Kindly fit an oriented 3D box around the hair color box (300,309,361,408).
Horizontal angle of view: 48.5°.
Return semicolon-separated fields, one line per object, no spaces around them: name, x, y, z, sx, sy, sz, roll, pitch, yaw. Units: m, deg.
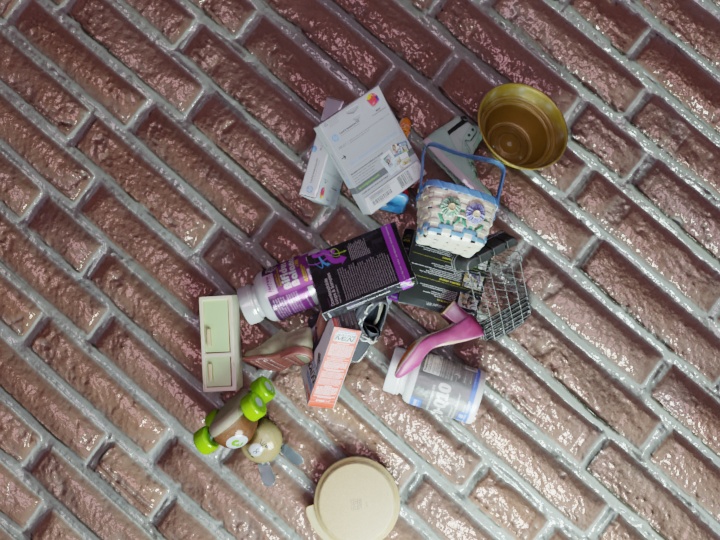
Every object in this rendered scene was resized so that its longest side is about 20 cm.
hair color box;-0.064;0.168;1.641;0.063;0.111;0.202;10;119;-20

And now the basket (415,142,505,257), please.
basket;0.194;-0.140;1.571;0.173;0.139;0.203;12;71;-8

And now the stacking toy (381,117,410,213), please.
stacking toy;0.069;-0.233;1.696;0.108;0.116;0.203;16;79;2

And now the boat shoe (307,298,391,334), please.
boat shoe;-0.026;0.081;1.711;0.198;0.070;0.067;-33;50;7

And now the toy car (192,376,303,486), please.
toy car;-0.220;0.360;1.684;0.163;0.158;0.201;-35;98;15

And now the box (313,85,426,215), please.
box;0.021;-0.236;1.581;0.155;0.041;0.202;-37;105;-19

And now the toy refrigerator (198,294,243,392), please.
toy refrigerator;-0.301;0.156;1.725;0.074;0.070;0.204;-3;89;4

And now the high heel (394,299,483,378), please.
high heel;0.158;0.161;1.610;0.096;0.067;0.200;44;74;-2

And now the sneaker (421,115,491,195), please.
sneaker;0.234;-0.237;1.676;0.118;0.074;0.201;-40;76;-1

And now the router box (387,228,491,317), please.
router box;0.166;0.011;1.654;0.197;0.051;0.152;15;89;-26

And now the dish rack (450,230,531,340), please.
dish rack;0.279;0.037;1.656;0.152;0.054;0.203;-25;111;-22

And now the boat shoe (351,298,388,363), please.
boat shoe;0.010;0.122;1.663;0.071;0.063;0.202;3;123;-26

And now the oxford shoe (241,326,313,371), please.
oxford shoe;-0.172;0.166;1.696;0.198;0.070;0.076;-12;58;36

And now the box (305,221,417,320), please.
box;0.000;0.000;1.586;0.197;0.036;0.145;-20;56;2

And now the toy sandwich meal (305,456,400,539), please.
toy sandwich meal;-0.011;0.495;1.699;0.201;0.070;0.209;0;85;2

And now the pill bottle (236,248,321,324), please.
pill bottle;-0.157;0.040;1.694;0.197;0.112;0.114;-23;87;3

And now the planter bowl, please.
planter bowl;0.323;-0.281;1.661;0.197;0.084;0.204;5;69;-12

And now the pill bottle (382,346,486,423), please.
pill bottle;0.153;0.234;1.664;0.197;0.114;0.116;17;90;5

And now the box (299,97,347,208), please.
box;-0.061;-0.239;1.663;0.040;0.156;0.204;15;91;13
